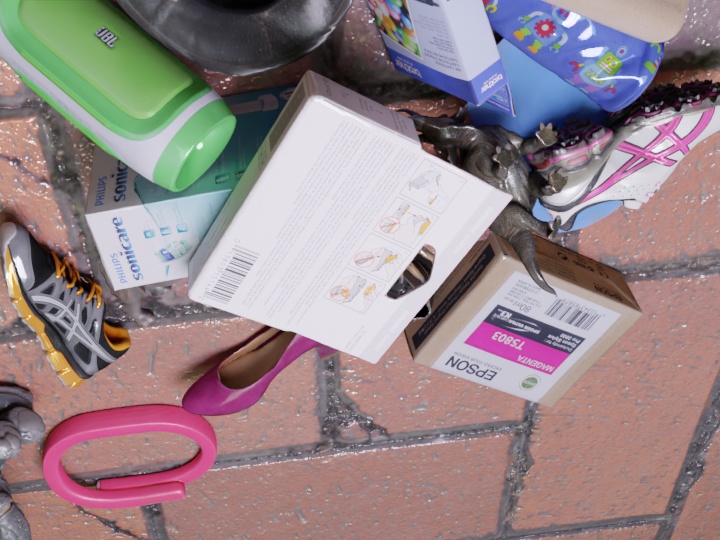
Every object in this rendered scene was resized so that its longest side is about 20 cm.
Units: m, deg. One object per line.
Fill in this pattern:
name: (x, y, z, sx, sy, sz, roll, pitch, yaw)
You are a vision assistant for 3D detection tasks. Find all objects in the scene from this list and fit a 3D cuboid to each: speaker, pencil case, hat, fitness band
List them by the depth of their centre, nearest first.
hat: (-0.097, -0.248, 0.676, 0.200, 0.081, 0.201, -1, 114, -3)
speaker: (-0.192, -0.150, 0.682, 0.200, 0.088, 0.088, 40, 119, 3)
pencil case: (0.162, -0.212, 0.743, 0.200, 0.078, 0.087, 29, 144, -24)
fitness band: (-0.269, 0.219, 1.075, 0.200, 0.037, 0.144, -7, 128, -6)

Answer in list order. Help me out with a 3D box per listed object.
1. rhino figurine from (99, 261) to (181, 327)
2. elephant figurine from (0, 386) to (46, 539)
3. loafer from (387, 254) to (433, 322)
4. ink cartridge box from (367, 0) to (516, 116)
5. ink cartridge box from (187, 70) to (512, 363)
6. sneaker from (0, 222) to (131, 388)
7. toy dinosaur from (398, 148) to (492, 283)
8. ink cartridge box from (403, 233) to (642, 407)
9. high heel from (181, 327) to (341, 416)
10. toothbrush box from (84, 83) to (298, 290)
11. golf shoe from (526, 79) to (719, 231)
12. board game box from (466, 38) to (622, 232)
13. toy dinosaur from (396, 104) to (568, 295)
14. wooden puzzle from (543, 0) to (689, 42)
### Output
rhino figurine: (-0.158, -0.024, 0.871, 0.200, 0.060, 0.087, -28, 132, 11)
elephant figurine: (-0.423, 0.226, 0.978, 0.141, 0.155, 0.200, -2, 125, -39)
loafer: (0.000, 0.000, 0.902, 0.200, 0.071, 0.073, 15, 126, -30)
ink cartridge box: (0.049, -0.206, 0.713, 0.042, 0.119, 0.200, -40, 132, -10)
ink cartridge box: (-0.013, -0.031, 0.708, 0.176, 0.045, 0.200, 22, 122, -25)
sneaker: (-0.290, 0.027, 0.887, 0.077, 0.078, 0.200, -23, 135, -8)
toy dinosaur: (0.074, -0.052, 0.835, 0.200, 0.136, 0.086, -9, 130, -11)
ink cartridge box: (0.172, 0.050, 0.986, 0.200, 0.075, 0.165, 20, 123, -26)
high heel: (-0.109, 0.083, 0.964, 0.200, 0.067, 0.096, -29, 141, -6)
toothbrush box: (-0.120, -0.076, 0.776, 0.200, 0.147, 0.085, -10, 131, -3)
golf shoe: (0.246, -0.106, 0.810, 0.200, 0.073, 0.092, -22, 114, -1)
board game box: (0.178, -0.135, 0.838, 0.158, 0.039, 0.200, -30, 111, -7)
toy dinosaur: (0.123, -0.073, 0.777, 0.077, 0.102, 0.200, -44, 111, -17)
wooden puzzle: (0.179, -0.291, 0.678, 0.185, 0.046, 0.200, 12, 94, -24)
